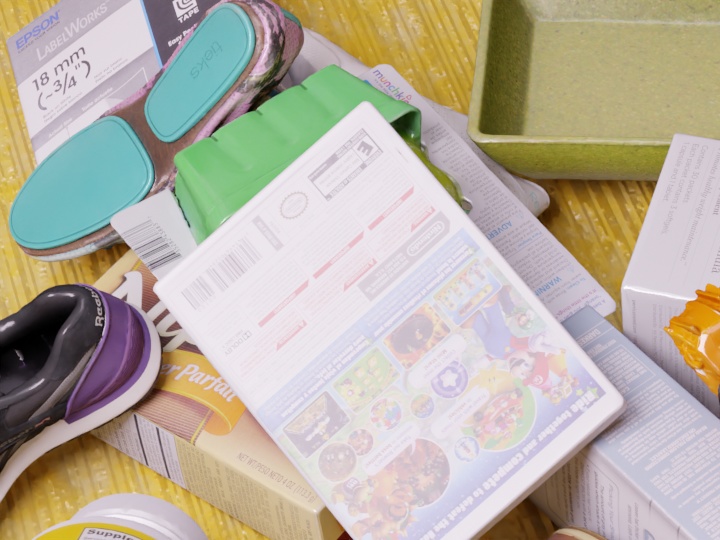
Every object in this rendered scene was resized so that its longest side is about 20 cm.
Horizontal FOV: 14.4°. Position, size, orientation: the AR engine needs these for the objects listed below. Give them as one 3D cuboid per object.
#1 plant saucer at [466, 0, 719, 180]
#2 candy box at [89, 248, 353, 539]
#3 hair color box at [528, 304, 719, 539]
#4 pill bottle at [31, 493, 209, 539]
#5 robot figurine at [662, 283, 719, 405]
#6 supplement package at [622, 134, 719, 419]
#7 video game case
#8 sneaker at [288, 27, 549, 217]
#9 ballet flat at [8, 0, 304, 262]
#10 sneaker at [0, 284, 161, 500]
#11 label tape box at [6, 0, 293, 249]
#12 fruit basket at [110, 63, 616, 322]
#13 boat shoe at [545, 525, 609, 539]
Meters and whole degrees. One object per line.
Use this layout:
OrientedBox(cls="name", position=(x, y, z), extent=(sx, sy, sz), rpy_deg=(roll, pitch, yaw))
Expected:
OrientedBox(cls="plant saucer", position=(0.164, -0.109, 1.597), extent=(0.199, 0.048, 0.200), rpy_deg=(2, 37, 6))
OrientedBox(cls="candy box", position=(-0.062, 0.061, 1.497), extent=(0.199, 0.055, 0.115), rpy_deg=(27, 57, 29))
OrientedBox(cls="hair color box", position=(0.155, 0.118, 1.387), extent=(0.060, 0.099, 0.200), rpy_deg=(-32, 52, -20))
OrientedBox(cls="pill bottle", position=(-0.128, 0.185, 1.325), extent=(0.112, 0.113, 0.200), rpy_deg=(2, 22, 10))
OrientedBox(cls="robot figurine", position=(0.235, 0.088, 1.336), extent=(0.058, 0.200, 0.145), rpy_deg=(-47, 18, -6))
OrientedBox(cls="supplement package", position=(0.243, 0.021, 1.442), extent=(0.199, 0.110, 0.114), rpy_deg=(10, 51, 16))
OrientedBox(cls="video game case", position=(0.012, 0.037, 1.382), extent=(0.143, 0.018, 0.200), rpy_deg=(-41, 74, 2))
OrientedBox(cls="sneaker", position=(0.024, -0.076, 1.606), extent=(0.088, 0.076, 0.200), rpy_deg=(-24, 53, -31))
OrientedBox(cls="ballet flat", position=(-0.101, -0.069, 1.521), extent=(0.200, 0.071, 0.069), rpy_deg=(-43, 61, 22))
OrientedBox(cls="sneaker", position=(-0.202, 0.073, 1.439), extent=(0.200, 0.088, 0.076), rpy_deg=(-40, 63, 7))
OrientedBox(cls="label tape box", position=(-0.127, -0.133, 1.632), extent=(0.144, 0.063, 0.201), rpy_deg=(-34, 47, 16))
OrientedBox(cls="fruit basket", position=(0.000, 0.000, 1.465), extent=(0.185, 0.094, 0.200), rpy_deg=(-32, 68, -21))
OrientedBox(cls="boat shoe", position=(0.132, 0.201, 1.337), extent=(0.067, 0.072, 0.200), rpy_deg=(-26, 53, -17))
